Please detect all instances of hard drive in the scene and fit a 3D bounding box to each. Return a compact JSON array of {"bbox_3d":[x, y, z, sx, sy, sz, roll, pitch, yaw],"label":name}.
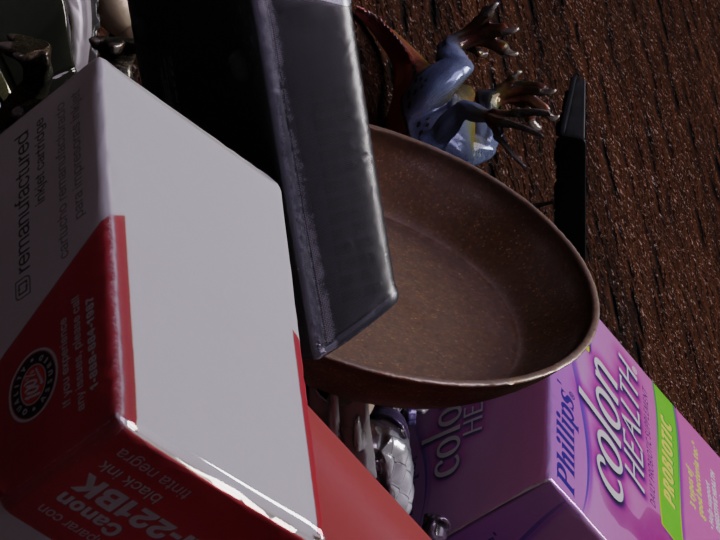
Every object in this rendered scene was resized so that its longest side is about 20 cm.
[{"bbox_3d":[-0.038,-0.049,0.876,0.200,0.042,0.136,-151,-130,-71],"label":"hard drive"}]

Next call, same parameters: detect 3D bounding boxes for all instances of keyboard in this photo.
[{"bbox_3d":[0.112,0.010,1.357,0.127,0.020,0.201,-82,170,-57],"label":"keyboard"}]

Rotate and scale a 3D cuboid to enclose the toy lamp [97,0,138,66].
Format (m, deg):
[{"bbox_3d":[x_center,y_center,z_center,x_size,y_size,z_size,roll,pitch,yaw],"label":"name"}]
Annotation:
[{"bbox_3d":[-0.070,-0.066,1.178,0.200,0.058,0.058,53,23,-9],"label":"toy lamp"}]

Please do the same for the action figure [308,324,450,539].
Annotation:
[{"bbox_3d":[0.012,0.067,1.118,0.200,0.069,0.131,-76,175,-61],"label":"action figure"}]

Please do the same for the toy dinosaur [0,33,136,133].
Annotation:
[{"bbox_3d":[-0.124,-0.034,0.971,0.076,0.103,0.200,17,28,12],"label":"toy dinosaur"}]

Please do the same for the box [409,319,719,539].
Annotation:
[{"bbox_3d":[0.113,0.132,1.245,0.200,0.096,0.176,47,26,-23],"label":"box"}]

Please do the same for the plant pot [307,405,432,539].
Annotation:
[{"bbox_3d":[-0.033,0.150,0.832,0.178,0.200,0.200,57,22,20],"label":"plant pot"}]

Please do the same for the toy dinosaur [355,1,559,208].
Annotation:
[{"bbox_3d":[0.043,-0.054,1.402,0.182,0.199,0.105,-50,130,-33],"label":"toy dinosaur"}]

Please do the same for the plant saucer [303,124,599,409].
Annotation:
[{"bbox_3d":[0.000,0.000,1.050,0.199,0.037,0.201,15,30,-9],"label":"plant saucer"}]

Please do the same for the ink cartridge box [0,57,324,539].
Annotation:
[{"bbox_3d":[-0.115,0.057,0.751,0.084,0.200,0.145,34,32,-36],"label":"ink cartridge box"}]

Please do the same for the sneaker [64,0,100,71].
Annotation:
[{"bbox_3d":[-0.163,-0.148,1.093,0.074,0.079,0.202,144,-69,-70],"label":"sneaker"}]

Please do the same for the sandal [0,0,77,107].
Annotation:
[{"bbox_3d":[-0.147,-0.067,1.026,0.080,0.057,0.202,-45,125,-29],"label":"sandal"}]
